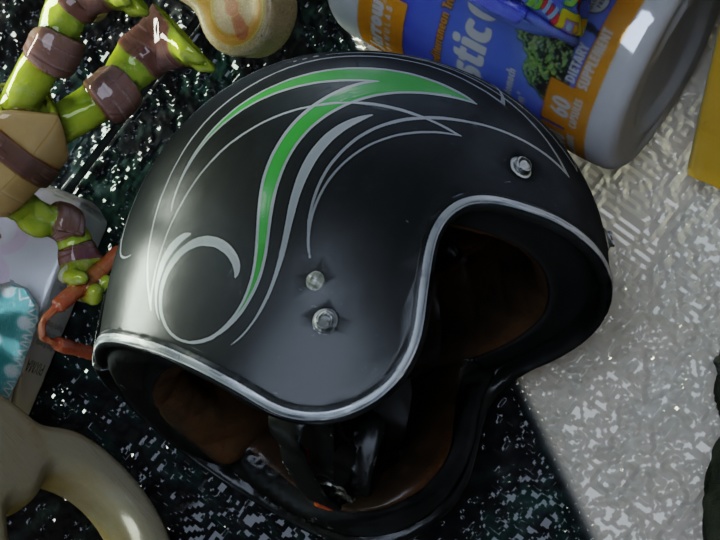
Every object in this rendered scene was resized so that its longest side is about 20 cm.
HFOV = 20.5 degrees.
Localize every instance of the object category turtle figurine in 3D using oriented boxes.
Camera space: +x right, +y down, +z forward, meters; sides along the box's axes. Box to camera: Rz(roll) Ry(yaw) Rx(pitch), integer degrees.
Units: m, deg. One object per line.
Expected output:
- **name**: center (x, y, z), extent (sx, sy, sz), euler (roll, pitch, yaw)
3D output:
- **turtle figurine**: center (-0.141, -0.054, 0.877), extent (0.161, 0.200, 0.064), euler (-45, 35, 6)

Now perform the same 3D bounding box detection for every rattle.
- **rattle**: center (-0.178, 0.117, 0.922), extent (0.200, 0.130, 0.143), euler (54, 137, 2)

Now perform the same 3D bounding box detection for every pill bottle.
- **pill bottle**: center (0.055, -0.138, 0.901), extent (0.200, 0.112, 0.112), euler (29, 88, 17)

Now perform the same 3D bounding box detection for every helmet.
- **helmet**: center (0.000, 0.000, 0.852), extent (0.200, 0.200, 0.191), euler (27, 69, 17)

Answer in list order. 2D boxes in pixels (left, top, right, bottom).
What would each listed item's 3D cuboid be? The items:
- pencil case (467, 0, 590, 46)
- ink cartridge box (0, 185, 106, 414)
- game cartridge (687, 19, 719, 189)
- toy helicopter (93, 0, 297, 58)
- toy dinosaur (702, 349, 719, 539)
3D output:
- **pencil case**: center (0.096, -0.186, 0.774), extent (0.078, 0.087, 0.200), euler (28, 107, -1)
- **ink cartridge box**: center (-0.233, 0.036, 0.974), extent (0.162, 0.057, 0.201), euler (20, 80, 16)
- **game cartridge**: center (0.231, -0.080, 0.811), extent (0.176, 0.200, 0.032), euler (24, 53, 16)
- **toy helicopter**: center (-0.101, -0.168, 0.927), extent (0.200, 0.079, 0.133), euler (37, 113, 27)
- **toy dinosaur**: center (0.175, 0.109, 0.833), extent (0.088, 0.048, 0.201), euler (-2, 51, 29)
